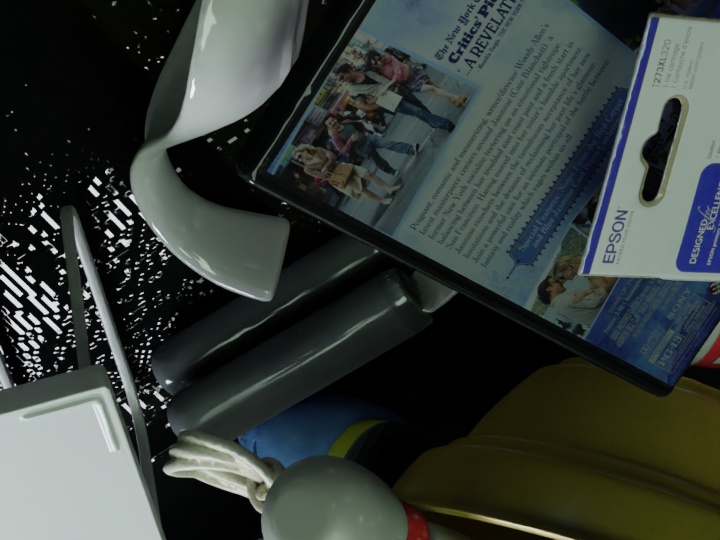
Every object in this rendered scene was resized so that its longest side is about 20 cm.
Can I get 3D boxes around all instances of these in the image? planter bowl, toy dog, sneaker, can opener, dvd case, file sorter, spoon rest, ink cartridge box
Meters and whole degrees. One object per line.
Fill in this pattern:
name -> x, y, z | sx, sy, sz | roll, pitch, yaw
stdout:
planter bowl -> 0.107, 0.087, 0.995 | 0.200, 0.200, 0.084 | 26, 75, -30
toy dog -> 0.014, 0.137, 0.930 | 0.200, 0.132, 0.097 | 28, 74, -36
sneaker -> 0.018, 0.106, 1.105 | 0.200, 0.078, 0.066 | 43, 72, -47
can opener -> 0.000, 0.000, 1.011 | 0.200, 0.053, 0.066 | -33, 140, 17
dvd case -> 0.072, -0.052, 0.873 | 0.200, 0.018, 0.143 | 27, 102, -32
file sorter -> -0.182, 0.077, 0.982 | 0.199, 0.125, 0.139 | -15, 132, -1
spoon rest -> -0.052, -0.067, 0.928 | 0.060, 0.100, 0.200 | 9, 141, 2
ink cartridge box -> 0.165, -0.043, 0.888 | 0.199, 0.037, 0.095 | 1, 115, -29

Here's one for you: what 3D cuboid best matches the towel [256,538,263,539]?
towel -> -0.010, 0.174, 1.104 | 0.200, 0.048, 0.171 | 33, 148, -33

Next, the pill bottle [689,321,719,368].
pill bottle -> 0.195, -0.016, 1.007 | 0.199, 0.112, 0.113 | 2, 128, -15
